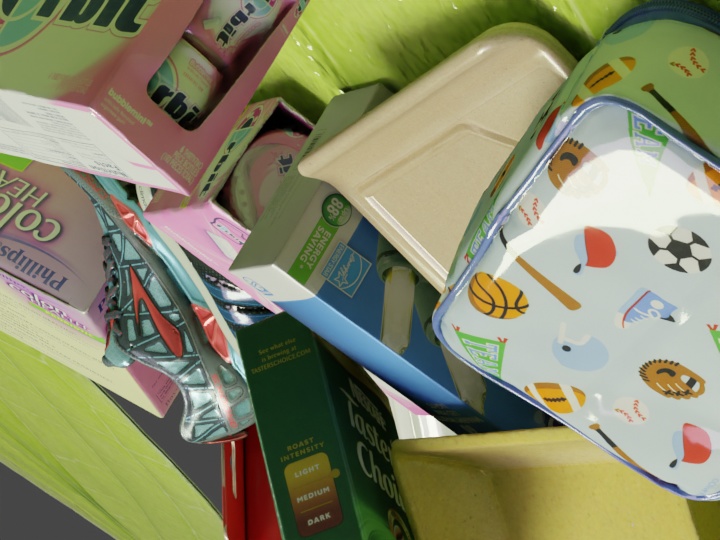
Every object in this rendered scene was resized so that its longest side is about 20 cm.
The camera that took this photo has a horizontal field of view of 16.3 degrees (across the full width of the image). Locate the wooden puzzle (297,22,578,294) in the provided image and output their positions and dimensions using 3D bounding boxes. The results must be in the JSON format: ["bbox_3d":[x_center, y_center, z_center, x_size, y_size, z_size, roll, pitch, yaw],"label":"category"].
[{"bbox_3d":[0.089,-0.014,1.060,0.200,0.037,0.185,41,151,-12],"label":"wooden puzzle"}]

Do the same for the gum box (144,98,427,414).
[{"bbox_3d":[0.000,0.000,1.280,0.200,0.066,0.113,36,166,-17],"label":"gum box"}]

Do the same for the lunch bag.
[{"bbox_3d":[0.124,0.001,0.942,0.160,0.076,0.200,30,145,-2],"label":"lunch bag"}]

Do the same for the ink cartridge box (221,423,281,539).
[{"bbox_3d":[-0.025,0.152,1.543,0.067,0.117,0.200,-11,147,12],"label":"ink cartridge box"}]

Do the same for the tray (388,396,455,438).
[{"bbox_3d":[0.028,0.115,1.490,0.107,0.022,0.201,24,130,57],"label":"tray"}]

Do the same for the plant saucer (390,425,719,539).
[{"bbox_3d":[0.114,0.158,1.117,0.200,0.048,0.201,-10,100,56],"label":"plant saucer"}]

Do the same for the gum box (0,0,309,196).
[{"bbox_3d":[-0.114,-0.107,1.090,0.200,0.114,0.066,15,159,50],"label":"gum box"}]

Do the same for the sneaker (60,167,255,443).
[{"bbox_3d":[-0.124,0.015,1.459,0.200,0.095,0.079,53,-168,9],"label":"sneaker"}]

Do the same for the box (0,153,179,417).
[{"bbox_3d":[-0.197,-0.013,1.621,0.175,0.097,0.200,27,166,19],"label":"box"}]

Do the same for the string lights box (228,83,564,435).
[{"bbox_3d":[0.049,0.013,1.180,0.200,0.103,0.059,36,164,-18],"label":"string lights box"}]

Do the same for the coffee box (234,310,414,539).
[{"bbox_3d":[-0.002,0.127,1.209,0.123,0.044,0.201,51,-161,-55],"label":"coffee box"}]

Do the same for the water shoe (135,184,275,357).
[{"bbox_3d":[-0.046,0.007,1.377,0.200,0.072,0.079,47,160,-22],"label":"water shoe"}]
